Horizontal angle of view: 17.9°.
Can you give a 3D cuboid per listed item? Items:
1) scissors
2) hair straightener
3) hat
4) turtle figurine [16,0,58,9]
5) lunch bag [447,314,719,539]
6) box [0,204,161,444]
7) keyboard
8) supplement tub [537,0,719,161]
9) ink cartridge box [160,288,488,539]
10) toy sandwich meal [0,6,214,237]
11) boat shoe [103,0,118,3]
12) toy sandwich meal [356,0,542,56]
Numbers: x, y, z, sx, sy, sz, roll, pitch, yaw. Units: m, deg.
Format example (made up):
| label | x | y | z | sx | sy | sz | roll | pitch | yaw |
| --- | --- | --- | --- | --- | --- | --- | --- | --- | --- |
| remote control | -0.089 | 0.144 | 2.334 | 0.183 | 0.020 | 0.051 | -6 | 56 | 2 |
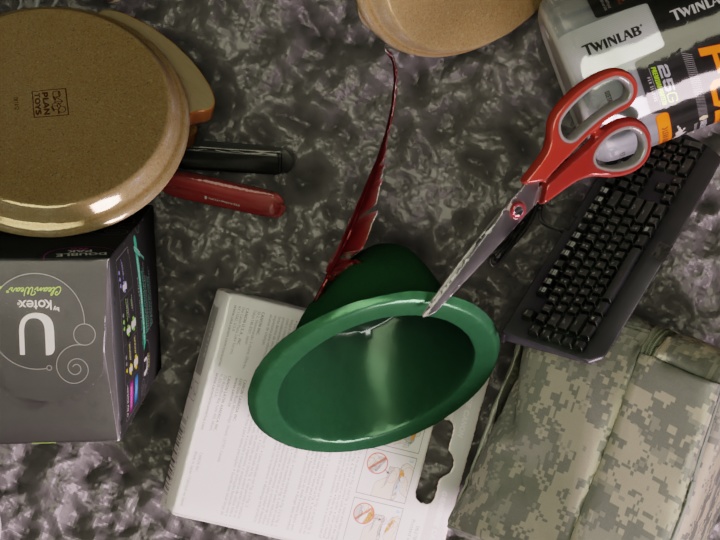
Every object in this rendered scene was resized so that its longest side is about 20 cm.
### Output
| label | x | y | z | sx | sy | sz | roll | pitch | yaw |
| --- | --- | --- | --- | --- | --- | --- | --- | --- | --- |
| scissors | 0.104 | -0.053 | 1.464 | 0.200 | 0.014 | 0.073 | -35 | 117 | -9 |
| hair straightener | -0.143 | -0.090 | 1.608 | 0.200 | 0.041 | 0.077 | 9 | 66 | 8 |
| hat | 0.000 | 0.000 | 1.564 | 0.200 | 0.166 | 0.176 | -31 | 51 | 18 |
| turtle figurine | -0.279 | -0.219 | 1.577 | 0.149 | 0.101 | 0.200 | 1 | 86 | 3 |
| lunch bag | 0.162 | 0.120 | 1.543 | 0.168 | 0.139 | 0.200 | 21 | 90 | 19 |
| box | -0.218 | 0.032 | 1.520 | 0.148 | 0.200 | 0.125 | -2 | 102 | 4 |
| keyboard | 0.150 | -0.027 | 1.542 | 0.127 | 0.021 | 0.200 | 14 | 55 | 31 |
| supplement tub | 0.229 | -0.161 | 1.535 | 0.200 | 0.123 | 0.123 | -21 | 91 | 3 |
| ink cartridge box | -0.024 | 0.113 | 1.608 | 0.200 | 0.050 | 0.161 | 15 | 93 | -16 |
| toy sandwich meal | -0.203 | -0.096 | 1.535 | 0.205 | 0.070 | 0.205 | 2 | 59 | -4 |
| boat shoe | -0.170 | -0.214 | 1.552 | 0.200 | 0.073 | 0.065 | -8 | 101 | -24 |
| toy sandwich meal | 0.069 | -0.241 | 1.536 | 0.205 | 0.205 | 0.070 | -47 | 48 | 3 |
